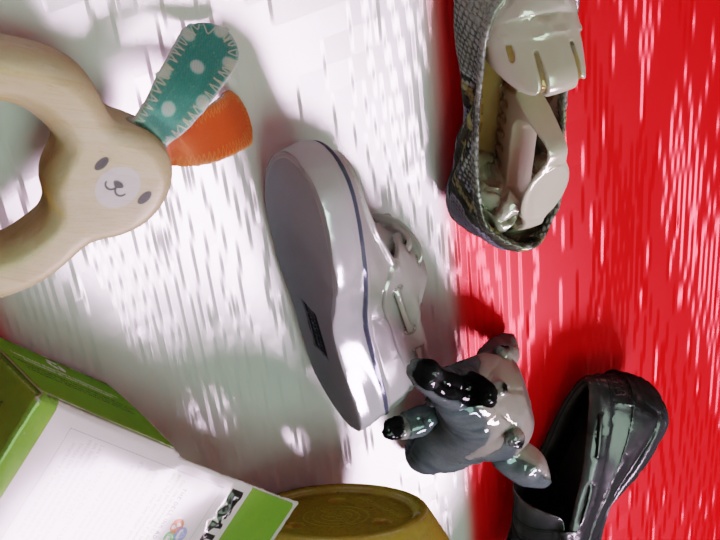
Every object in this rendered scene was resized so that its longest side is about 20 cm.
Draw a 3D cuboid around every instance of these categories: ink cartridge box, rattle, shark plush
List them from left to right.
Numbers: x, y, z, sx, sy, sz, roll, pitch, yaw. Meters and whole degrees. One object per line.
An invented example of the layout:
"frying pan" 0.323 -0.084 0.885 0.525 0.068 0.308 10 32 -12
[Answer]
"ink cartridge box" -0.147 0.134 0.819 0.200 0.076 0.148 32 92 -50
"rattle" -0.116 -0.029 0.683 0.198 0.143 0.132 -5 109 -23
"shark plush" 0.052 0.086 0.890 0.083 0.092 0.200 -15 175 7

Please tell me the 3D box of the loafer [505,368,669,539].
"loafer" 0.122 0.150 1.041 0.070 0.068 0.202 14 111 -31

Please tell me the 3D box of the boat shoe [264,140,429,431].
"boat shoe" 0.000 0.000 0.838 0.065 0.074 0.201 -30 146 -16

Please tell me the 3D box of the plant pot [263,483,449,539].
"plant pot" -0.011 0.202 0.925 0.198 0.199 0.144 -7 100 -30

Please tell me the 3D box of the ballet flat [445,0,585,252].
"ballet flat" 0.083 -0.091 0.813 0.071 0.072 0.202 -17 132 -22
